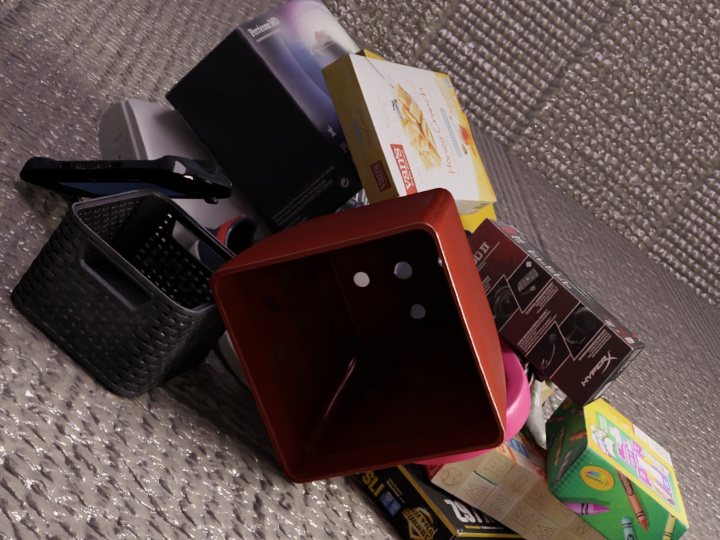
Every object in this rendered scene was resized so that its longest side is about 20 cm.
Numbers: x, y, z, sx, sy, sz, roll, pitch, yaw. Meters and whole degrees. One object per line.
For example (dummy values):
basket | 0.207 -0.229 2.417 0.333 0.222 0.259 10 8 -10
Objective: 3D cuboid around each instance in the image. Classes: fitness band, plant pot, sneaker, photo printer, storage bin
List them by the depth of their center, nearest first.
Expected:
storage bin | -0.185 0.014 1.322 0.135 0.094 0.200 40 14 7
plant pot | 0.017 0.036 1.330 0.177 0.198 0.202 -60 133 -62
fitness band | 0.074 0.103 1.415 0.200 0.142 0.038 -115 -172 -61
sneaker | -0.093 0.033 1.466 0.075 0.084 0.201 17 38 -57
photo printer | -0.161 -0.080 1.598 0.199 0.069 0.168 14 46 -44

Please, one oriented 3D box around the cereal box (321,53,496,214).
cereal box | 0.049 -0.126 1.497 0.199 0.039 0.145 -2 69 -60

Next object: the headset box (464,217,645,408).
headset box | 0.166 0.032 1.474 0.200 0.077 0.149 44 9 13

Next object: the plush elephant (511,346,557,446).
plush elephant | 0.172 0.088 1.619 0.165 0.154 0.200 49 18 -11

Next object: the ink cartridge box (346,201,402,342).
ink cartridge box | 0.000 0.000 1.546 0.067 0.116 0.200 25 1 -1

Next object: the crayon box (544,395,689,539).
crayon box | 0.235 0.188 1.461 0.118 0.058 0.200 39 13 -3

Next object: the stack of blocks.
stack of blocks | 0.144 0.190 1.466 0.199 0.059 0.115 34 15 -22

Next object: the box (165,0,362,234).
box | -0.062 -0.160 1.609 0.199 0.123 0.200 50 29 -2

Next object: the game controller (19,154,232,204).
game controller | -0.218 -0.083 1.446 0.198 0.043 0.104 1 1 32

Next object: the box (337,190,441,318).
box | 0.023 -0.018 1.848 0.197 0.124 0.200 35 17 -9

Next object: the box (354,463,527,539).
box | 0.079 0.207 1.473 0.160 0.049 0.199 50 18 30

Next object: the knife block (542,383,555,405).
knife block | 0.202 0.147 1.906 0.175 0.064 0.201 30 17 -29

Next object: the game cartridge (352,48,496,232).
game cartridge | 0.066 -0.117 1.596 0.199 0.032 0.178 20 51 -56
